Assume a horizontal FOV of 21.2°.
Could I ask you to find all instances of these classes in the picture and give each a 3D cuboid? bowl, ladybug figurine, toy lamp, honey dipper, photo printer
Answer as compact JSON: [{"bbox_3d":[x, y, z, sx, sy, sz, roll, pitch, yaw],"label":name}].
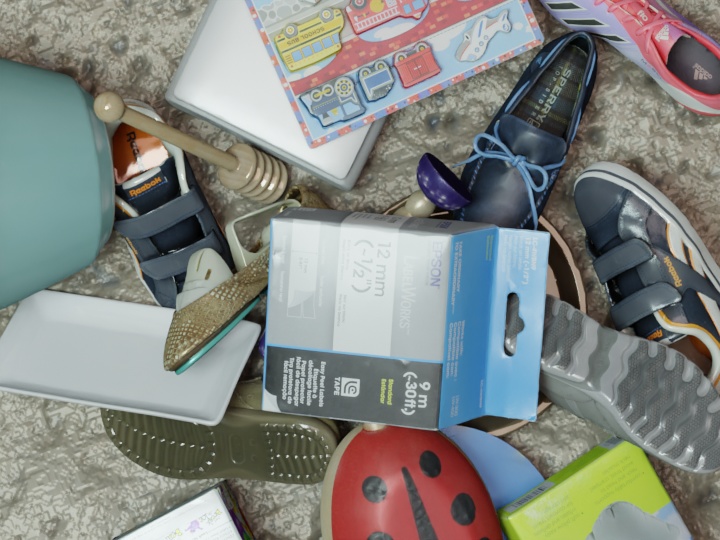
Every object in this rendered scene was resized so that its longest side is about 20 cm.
[{"bbox_3d":[-0.248,-0.071,1.447,0.104,0.201,0.203,-7,87,-20],"label":"bowl"},{"bbox_3d":[0.043,0.202,1.429,0.135,0.072,0.202,-25,99,-11],"label":"ladybug figurine"},{"bbox_3d":[0.000,0.000,1.460,0.200,0.058,0.058,-44,88,14],"label":"toy lamp"},{"bbox_3d":[-0.127,-0.093,1.438,0.038,0.199,0.038,-11,71,33],"label":"honey dipper"},{"bbox_3d":[-0.037,-0.186,1.497,0.165,0.069,0.202,27,88,0],"label":"photo printer"}]

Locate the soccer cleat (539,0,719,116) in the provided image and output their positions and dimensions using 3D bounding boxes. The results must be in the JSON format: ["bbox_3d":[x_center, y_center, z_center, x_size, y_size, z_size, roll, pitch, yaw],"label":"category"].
[{"bbox_3d":[0.216,-0.192,1.495,0.199,0.076,0.067,39,88,1],"label":"soccer cleat"}]

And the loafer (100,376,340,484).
[{"bbox_3d":[-0.105,0.120,1.487,0.198,0.067,0.077,11,114,15],"label":"loafer"}]

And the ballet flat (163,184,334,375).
[{"bbox_3d":[-0.093,0.000,1.458,0.200,0.070,0.066,-42,100,-38],"label":"ballet flat"}]

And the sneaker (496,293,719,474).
[{"bbox_3d":[0.192,0.085,1.448,0.199,0.082,0.075,35,75,11],"label":"sneaker"}]

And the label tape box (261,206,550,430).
[{"bbox_3d":[0.032,0.036,1.397,0.198,0.066,0.145,6,100,12],"label":"label tape box"}]

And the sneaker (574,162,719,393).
[{"bbox_3d":[0.225,0.011,1.470,0.200,0.078,0.079,48,59,1],"label":"sneaker"}]

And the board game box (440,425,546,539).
[{"bbox_3d":[0.062,0.219,1.497,0.156,0.039,0.203,5,90,-8],"label":"board game box"}]

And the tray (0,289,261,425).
[{"bbox_3d":[-0.182,0.070,1.468,0.198,0.022,0.108,8,45,15],"label":"tray"}]

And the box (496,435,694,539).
[{"bbox_3d":[0.204,0.241,1.475,0.121,0.048,0.201,-31,94,-8],"label":"box"}]

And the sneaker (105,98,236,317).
[{"bbox_3d":[-0.152,-0.038,1.488,0.078,0.079,0.201,-28,89,-2],"label":"sneaker"}]

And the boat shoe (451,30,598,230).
[{"bbox_3d":[0.122,-0.101,1.477,0.083,0.069,0.202,20,74,1],"label":"boat shoe"}]

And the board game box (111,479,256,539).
[{"bbox_3d":[-0.105,0.274,1.461,0.104,0.103,0.202,-26,88,-1],"label":"board game box"}]

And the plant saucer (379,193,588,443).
[{"bbox_3d":[0.079,0.034,1.509,0.198,0.029,0.203,0,87,1],"label":"plant saucer"}]

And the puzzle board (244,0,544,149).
[{"bbox_3d":[0.021,-0.202,1.457,0.198,0.017,0.152,-25,91,-4],"label":"puzzle board"}]
